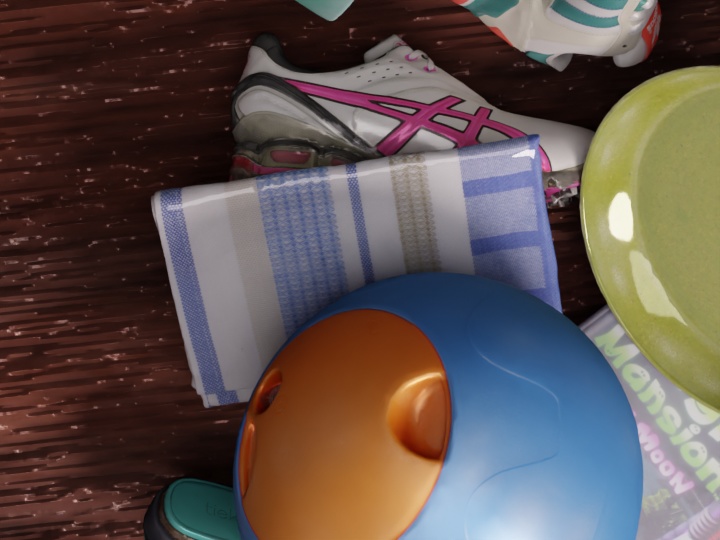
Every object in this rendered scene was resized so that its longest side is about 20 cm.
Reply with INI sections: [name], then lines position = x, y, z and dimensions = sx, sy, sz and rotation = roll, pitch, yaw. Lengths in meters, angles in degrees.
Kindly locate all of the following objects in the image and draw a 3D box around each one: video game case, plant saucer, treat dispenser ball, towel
[video game case]
position = 0.184, 0.101, 1.510
dimensions = 0.182, 0.023, 0.200
rotation = -37, 84, 2
[plant saucer]
position = 0.200, -0.014, 1.437
dimensions = 0.199, 0.031, 0.201
rotation = 21, 128, 30
[treat dispenser ball]
position = 0.038, 0.101, 1.415
dimensions = 0.200, 0.201, 0.202
rotation = -1, 104, -3
[towel]
position = 0.000, 0.000, 1.473
dimensions = 0.199, 0.024, 0.147
rotation = -9, 131, 3

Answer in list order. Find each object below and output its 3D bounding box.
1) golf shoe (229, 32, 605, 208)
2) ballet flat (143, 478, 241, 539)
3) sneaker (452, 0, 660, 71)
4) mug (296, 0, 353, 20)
[golf shoe]
position = 0.033, -0.077, 1.489
dimensions = 0.199, 0.073, 0.093
rotation = 4, 81, -11
[ballet flat]
position = -0.020, 0.160, 1.528
dimensions = 0.199, 0.073, 0.073
rotation = 15, 103, -8
[sneaker]
position = 0.131, -0.153, 1.435
dimensions = 0.093, 0.200, 0.070
rotation = 41, 57, -19
[mug]
position = -0.016, -0.223, 1.423
dimensions = 0.114, 0.185, 0.152
rotation = 33, 124, -8
